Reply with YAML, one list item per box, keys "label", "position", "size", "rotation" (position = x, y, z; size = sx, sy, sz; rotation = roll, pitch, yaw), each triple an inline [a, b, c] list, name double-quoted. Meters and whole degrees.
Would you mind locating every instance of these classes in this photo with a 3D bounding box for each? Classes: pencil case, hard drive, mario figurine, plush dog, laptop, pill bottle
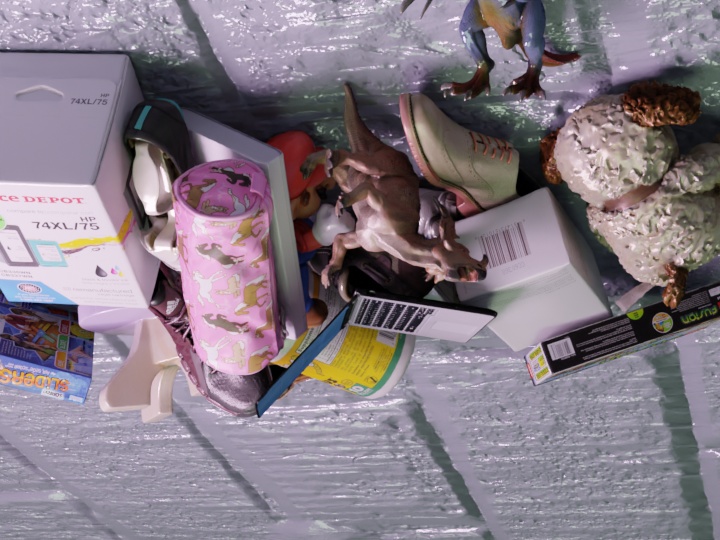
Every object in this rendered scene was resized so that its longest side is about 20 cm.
- label: "pencil case"
  position: [-0.113, -0.002, 1.147]
  size: [0.086, 0.083, 0.201]
  rotation: [-25, 137, -22]
- label: "hard drive"
  position: [-0.112, -0.041, 1.206]
  size: [0.131, 0.027, 0.201]
  rotation: [26, 139, 34]
- label: "mario figurine"
  position: [-0.051, -0.045, 1.254]
  size: [0.123, 0.106, 0.201]
  rotation: [16, 130, 17]
- label: "plush dog"
  position: [0.238, -0.075, 1.128]
  size: [0.199, 0.161, 0.172]
  rotation: [-27, 112, 43]
- label: "laptop"
  position: [0.009, 0.090, 1.220]
  size: [0.198, 0.117, 0.187]
  rotation: [9, 170, -2]
- label: "pill bottle"
  position: [-0.049, 0.057, 1.413]
  size: [0.199, 0.114, 0.113]
  rotation: [23, 146, -26]

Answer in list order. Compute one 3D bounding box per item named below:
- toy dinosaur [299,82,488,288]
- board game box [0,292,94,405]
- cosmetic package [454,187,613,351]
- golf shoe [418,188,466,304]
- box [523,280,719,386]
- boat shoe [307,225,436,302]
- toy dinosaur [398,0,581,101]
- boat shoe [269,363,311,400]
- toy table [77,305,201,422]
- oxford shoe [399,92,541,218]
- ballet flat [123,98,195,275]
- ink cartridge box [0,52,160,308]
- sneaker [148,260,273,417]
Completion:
- label: "toy dinosaur"
  position: [0.028, -0.063, 1.151]
  size: [0.134, 0.201, 0.086]
  rotation: [-5, 158, -22]
- label: "board game box"
  position: [-0.369, 0.083, 1.470]
  size: [0.134, 0.200, 0.035]
  rotation: [17, 103, -14]
- label: "cosmetic package"
  position: [0.163, 0.004, 1.251]
  size: [0.112, 0.082, 0.200]
  rotation: [-19, 158, 14]
- label: "golf shoe"
  position: [0.076, -0.023, 1.317]
  size: [0.097, 0.079, 0.200]
  rotation: [18, 154, 27]
- label: "box"
  position: [0.271, 0.065, 1.328]
  size: [0.199, 0.035, 0.110]
  rotation: [-18, 170, -5]
- label: "boat shoe"
  position: [0.001, 0.001, 1.293]
  size: [0.200, 0.066, 0.072]
  rotation: [7, 143, 52]
- label: "toy dinosaur"
  position: [0.093, -0.221, 0.988]
  size: [0.104, 0.200, 0.183]
  rotation: [8, 117, 24]
- label: "boat shoe"
  position: [-0.109, 0.114, 1.555]
  size: [0.075, 0.074, 0.200]
  rotation: [27, 144, -29]
- label: "toy table"
  position: [-0.208, 0.092, 1.440]
  size: [0.198, 0.118, 0.184]
  rotation: [-4, 163, -22]
- label: "oxford shoe"
  position: [0.099, -0.107, 1.165]
  size: [0.073, 0.071, 0.200]
  rotation: [-18, 150, 24]
- label: "ballet flat"
  position: [-0.174, -0.056, 1.172]
  size: [0.067, 0.069, 0.201]
  rotation: [0, 125, 22]
- label: "ink cartridge box"
  position: [-0.270, -0.080, 1.197]
  size: [0.145, 0.147, 0.201]
  rotation: [2, 148, 8]
- label: "sneaker"
  position: [-0.169, 0.059, 1.292]
  size: [0.076, 0.200, 0.116]
  rotation: [-41, 163, 1]
